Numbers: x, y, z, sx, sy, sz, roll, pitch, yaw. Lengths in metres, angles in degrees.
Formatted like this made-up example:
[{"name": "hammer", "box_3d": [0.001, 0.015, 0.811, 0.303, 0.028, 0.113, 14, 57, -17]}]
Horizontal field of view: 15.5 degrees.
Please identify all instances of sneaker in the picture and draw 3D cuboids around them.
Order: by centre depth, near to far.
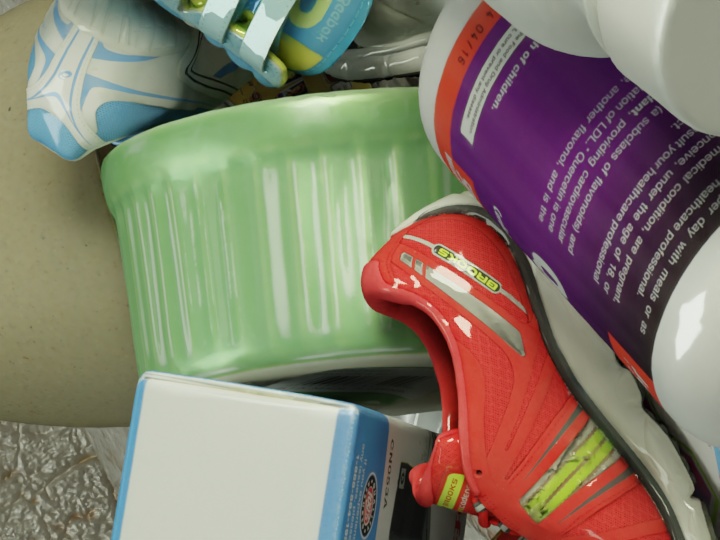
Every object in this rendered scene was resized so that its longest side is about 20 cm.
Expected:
[{"name": "sneaker", "box_3d": [0.061, 0.071, 0.923, 0.200, 0.085, 0.077, 63, 169, 4]}, {"name": "sneaker", "box_3d": [-0.063, -0.128, 0.936, 0.130, 0.080, 0.200, 38, -170, 23]}, {"name": "sneaker", "box_3d": [0.037, -0.116, 0.994, 0.200, 0.074, 0.080, 3, 116, 58]}, {"name": "sneaker", "box_3d": [-0.077, -0.091, 1.081, 0.072, 0.073, 0.200, 38, -156, 12]}]

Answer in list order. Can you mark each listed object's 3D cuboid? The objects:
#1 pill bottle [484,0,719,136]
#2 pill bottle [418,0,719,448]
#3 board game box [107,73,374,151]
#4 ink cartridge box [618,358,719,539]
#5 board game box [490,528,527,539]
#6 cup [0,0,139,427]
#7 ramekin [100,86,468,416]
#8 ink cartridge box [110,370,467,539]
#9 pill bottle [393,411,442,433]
[{"name": "pill bottle", "box_3d": [0.067, -0.128, 0.765, 0.200, 0.114, 0.115, 49, 162, 42]}, {"name": "pill bottle", "box_3d": [0.110, -0.022, 0.820, 0.200, 0.112, 0.113, 51, 163, 39]}, {"name": "board game box", "box_3d": [-0.037, -0.016, 1.331, 0.035, 0.135, 0.200, 41, 155, 59]}, {"name": "ink cartridge box", "box_3d": [0.123, 0.034, 0.966, 0.200, 0.076, 0.148, 45, 159, 46]}, {"name": "board game box", "box_3d": [0.128, 0.151, 1.057, 0.151, 0.046, 0.200, 44, -178, 12]}, {"name": "cup", "box_3d": [-0.161, -0.014, 1.171, 0.200, 0.143, 0.201, -15, -90, -85]}, {"name": "ramekin", "box_3d": [0.000, 0.000, 1.040, 0.200, 0.199, 0.098, 130, 136, -76]}, {"name": "ink cartridge box", "box_3d": [-0.024, 0.123, 0.979, 0.200, 0.084, 0.146, 29, -112, -74]}, {"name": "pill bottle", "box_3d": [0.019, 0.022, 1.218, 0.200, 0.112, 0.113, 47, 161, 47]}]
